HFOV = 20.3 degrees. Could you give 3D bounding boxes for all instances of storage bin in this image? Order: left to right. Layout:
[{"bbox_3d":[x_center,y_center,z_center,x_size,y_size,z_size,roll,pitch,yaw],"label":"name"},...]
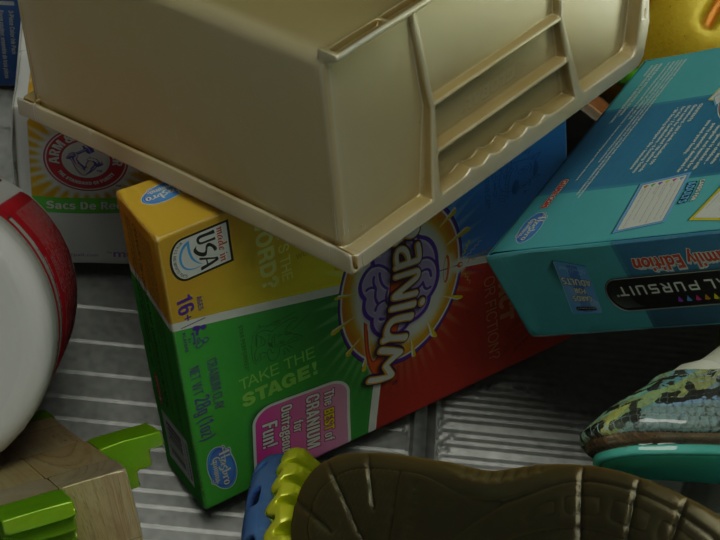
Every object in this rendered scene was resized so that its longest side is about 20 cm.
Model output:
[{"bbox_3d":[-0.013,-0.117,0.839,0.199,0.094,0.198,25,46,36],"label":"storage bin"}]

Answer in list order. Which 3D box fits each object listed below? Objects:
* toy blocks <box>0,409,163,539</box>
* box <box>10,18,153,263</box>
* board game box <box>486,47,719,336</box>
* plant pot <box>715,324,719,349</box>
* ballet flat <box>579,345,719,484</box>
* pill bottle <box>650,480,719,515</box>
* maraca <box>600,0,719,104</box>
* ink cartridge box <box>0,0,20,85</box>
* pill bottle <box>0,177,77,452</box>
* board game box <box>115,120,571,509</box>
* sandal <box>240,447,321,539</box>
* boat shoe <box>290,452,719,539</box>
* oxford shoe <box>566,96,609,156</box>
[{"bbox_3d":[-0.114,0.137,0.773,0.099,0.200,0.138,-15,98,-17],"label":"toy blocks"},{"bbox_3d":[-0.063,-0.074,0.959,0.199,0.102,0.113,2,47,-4],"label":"box"},{"bbox_3d":[0.171,-0.041,0.823,0.199,0.047,0.151,-5,34,46],"label":"board game box"},{"bbox_3d":[0.251,-0.006,0.916,0.186,0.188,0.201,9,41,1],"label":"plant pot"},{"bbox_3d":[0.174,0.055,0.786,0.199,0.074,0.075,11,51,-24],"label":"ballet flat"},{"bbox_3d":[0.185,0.147,0.825,0.199,0.110,0.110,22,55,10],"label":"pill bottle"},{"bbox_3d":[0.161,-0.137,1.035,0.136,0.107,0.200,-12,34,-17],"label":"maraca"},{"bbox_3d":[-0.130,-0.166,1.043,0.199,0.077,0.137,4,54,-5],"label":"ink cartridge box"},{"bbox_3d":[-0.175,0.015,0.826,0.112,0.200,0.113,0,96,-4],"label":"pill bottle"},{"bbox_3d":[0.000,0.000,0.884,0.199,0.154,0.040,-24,41,-20],"label":"board game box"},{"bbox_3d":[-0.040,0.158,0.821,0.087,0.080,0.201,-26,36,25],"label":"sandal"},{"bbox_3d":[0.072,0.111,0.770,0.200,0.066,0.072,7,81,28],"label":"boat shoe"},{"bbox_3d":[0.069,-0.110,1.026,0.200,0.072,0.071,36,54,21],"label":"oxford shoe"}]
